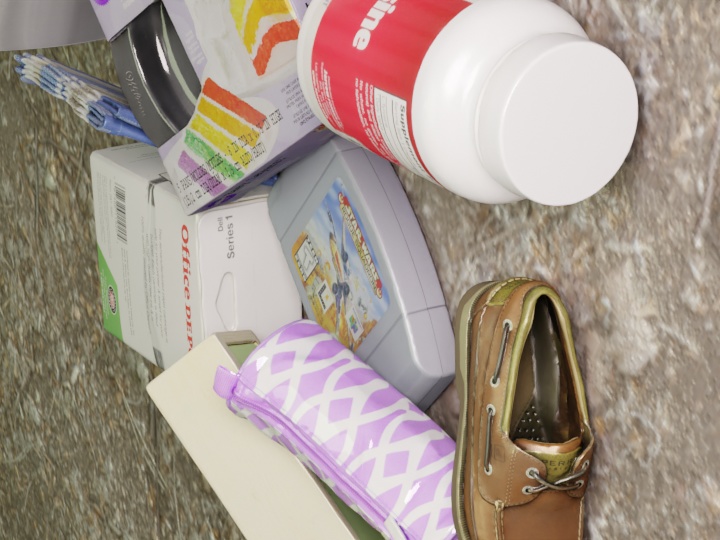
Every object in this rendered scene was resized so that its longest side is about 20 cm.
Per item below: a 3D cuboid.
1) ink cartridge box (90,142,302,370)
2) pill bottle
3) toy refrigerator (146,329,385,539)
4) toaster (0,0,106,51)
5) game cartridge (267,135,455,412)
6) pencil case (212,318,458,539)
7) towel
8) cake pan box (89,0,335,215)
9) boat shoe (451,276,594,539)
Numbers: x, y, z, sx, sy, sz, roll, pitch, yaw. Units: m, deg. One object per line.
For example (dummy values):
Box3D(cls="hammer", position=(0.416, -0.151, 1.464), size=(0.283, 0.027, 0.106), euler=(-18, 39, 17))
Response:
Box3D(cls="ink cartridge box", position=(-0.121, -0.004, 1.523), size=(0.200, 0.084, 0.147), euler=(27, 124, 56))
Box3D(cls="pill bottle", position=(0.057, -0.101, 1.114), size=(0.200, 0.112, 0.113), euler=(30, 126, 55))
Box3D(cls="toy refrigerator", position=(-0.050, 0.137, 1.376), size=(0.070, 0.076, 0.200), euler=(-38, 79, 14))
Box3D(cls="toaster", position=(-0.232, -0.265, 1.541), size=(0.201, 0.180, 0.119), euler=(65, 153, 27))
Box3D(cls="game cartridge", position=(0.000, 0.000, 1.347), size=(0.201, 0.041, 0.133), euler=(68, 155, 21))
Box3D(cls="pencil case", position=(0.004, 0.116, 1.276), size=(0.200, 0.085, 0.084), euler=(40, 138, 28))
Box3D(cls="towel", position=(-0.157, -0.108, 1.495), size=(0.200, 0.146, 0.024), euler=(32, 100, 57))
Box3D(cls="cake pan box", position=(-0.086, -0.152, 1.320), size=(0.200, 0.052, 0.185), euler=(-28, 83, 50))
Box3D(cls="boat shoe", position=(0.093, 0.104, 1.163), size=(0.068, 0.072, 0.201), euler=(-3, 98, 64))
